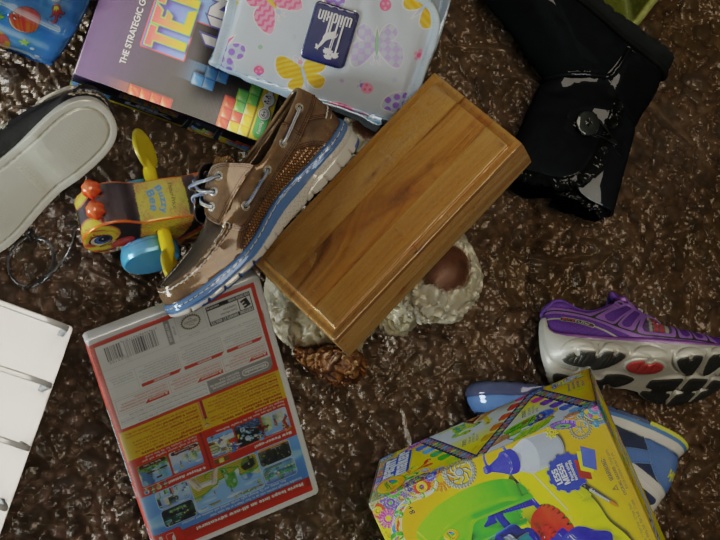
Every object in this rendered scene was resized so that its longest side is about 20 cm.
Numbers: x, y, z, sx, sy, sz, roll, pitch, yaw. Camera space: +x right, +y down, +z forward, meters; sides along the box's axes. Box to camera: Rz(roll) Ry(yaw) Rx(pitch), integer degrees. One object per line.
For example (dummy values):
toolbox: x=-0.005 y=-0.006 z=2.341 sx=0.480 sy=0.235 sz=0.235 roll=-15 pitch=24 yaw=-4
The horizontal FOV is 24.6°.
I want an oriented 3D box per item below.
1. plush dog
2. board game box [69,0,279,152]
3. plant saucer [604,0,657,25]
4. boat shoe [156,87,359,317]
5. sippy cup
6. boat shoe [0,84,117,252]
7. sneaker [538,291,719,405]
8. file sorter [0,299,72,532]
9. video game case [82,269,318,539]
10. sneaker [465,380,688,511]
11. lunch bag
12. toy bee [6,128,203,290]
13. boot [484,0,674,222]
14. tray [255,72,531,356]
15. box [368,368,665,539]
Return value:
plush dog: x=0.000 y=0.000 z=1.332 sx=0.170 sy=0.161 sz=0.201 roll=-25 pitch=62 yaw=0
board game box: x=-0.128 y=-0.219 z=1.346 sx=0.164 sy=0.057 sz=0.202 roll=18 pitch=81 yaw=-12
plant saucer: x=0.213 y=-0.345 z=1.406 sx=0.199 sy=0.048 sz=0.201 roll=36 pitch=108 yaw=-4
boat shoe: x=-0.091 y=-0.054 z=1.240 sx=0.072 sy=0.072 sz=0.200 roll=47 pitch=72 yaw=-17
sippy cup: x=-0.275 y=-0.231 z=1.283 sx=0.129 sy=0.140 sz=0.178 roll=26 pitch=118 yaw=-20
boat shoe: x=-0.277 y=-0.075 z=1.295 sx=0.199 sy=0.060 sz=0.074 roll=-40 pitch=117 yaw=6
sneaker: x=0.242 y=0.057 z=1.398 sx=0.198 sy=0.081 sz=0.084 roll=10 pitch=51 yaw=-23
file sorter: x=-0.311 y=0.111 z=1.239 sx=0.137 sy=0.124 sz=0.202 roll=20 pitch=80 yaw=-11
video game case: x=-0.122 y=0.114 z=1.295 sx=0.142 sy=0.017 sz=0.202 roll=-21 pitch=114 yaw=-14
sneaker: x=0.176 y=0.146 z=1.375 sx=0.198 sy=0.074 sz=0.083 roll=21 pitch=83 yaw=-9
lunch bag: x=-0.012 y=-0.225 z=1.282 sx=0.168 sy=0.127 sz=0.202 roll=19 pitch=81 yaw=-6
toy bee: x=-0.174 y=-0.036 z=1.273 sx=0.199 sy=0.109 sz=0.131 roll=-35 pitch=75 yaw=-12
boot: x=0.157 y=-0.152 z=1.394 sx=0.199 sy=0.076 sz=0.169 roll=30 pitch=75 yaw=-15
tray: x=0.023 y=-0.044 z=1.236 sx=0.200 sy=0.037 sz=0.099 roll=-47 pitch=60 yaw=-3
box: x=0.135 y=0.216 z=1.294 sx=0.191 sy=0.122 sz=0.202 roll=-24 pitch=97 yaw=9
